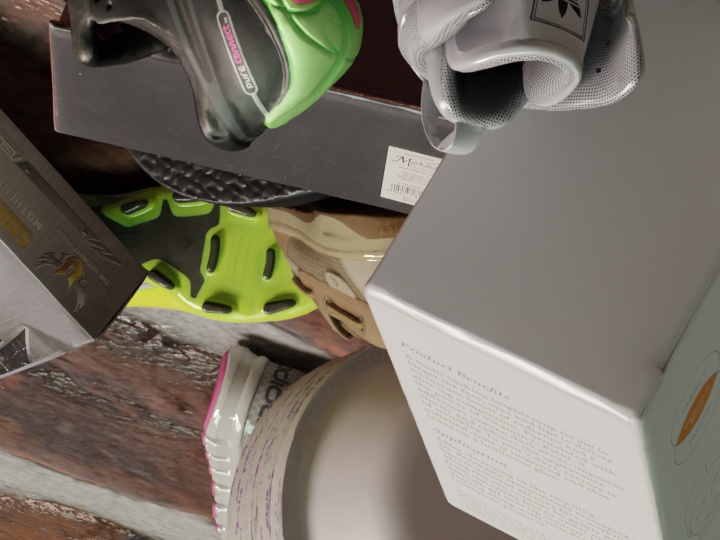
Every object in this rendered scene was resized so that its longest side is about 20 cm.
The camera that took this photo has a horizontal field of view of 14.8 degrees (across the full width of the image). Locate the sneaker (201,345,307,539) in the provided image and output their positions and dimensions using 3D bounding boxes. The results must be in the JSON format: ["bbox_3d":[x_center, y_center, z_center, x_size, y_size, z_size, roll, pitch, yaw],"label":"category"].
[{"bbox_3d":[-0.032,0.112,1.540,0.087,0.074,0.200,16,152,13],"label":"sneaker"}]

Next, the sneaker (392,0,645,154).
[{"bbox_3d":[0.076,-0.122,0.851,0.075,0.115,0.200,24,131,-28],"label":"sneaker"}]

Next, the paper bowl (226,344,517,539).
[{"bbox_3d":[0.042,0.129,1.376,0.200,0.201,0.104,25,154,-22],"label":"paper bowl"}]

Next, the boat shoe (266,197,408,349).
[{"bbox_3d":[0.000,0.000,1.204,0.071,0.065,0.200,-6,-175,-6],"label":"boat shoe"}]

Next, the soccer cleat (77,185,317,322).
[{"bbox_3d":[-0.100,-0.010,1.351,0.199,0.065,0.084,2,-178,18],"label":"soccer cleat"}]

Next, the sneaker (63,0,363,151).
[{"bbox_3d":[-0.086,-0.117,0.972,0.200,0.084,0.077,46,-166,31],"label":"sneaker"}]

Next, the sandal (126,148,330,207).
[{"bbox_3d":[-0.011,-0.058,1.161,0.199,0.076,0.048,6,172,21],"label":"sandal"}]

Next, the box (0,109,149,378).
[{"bbox_3d":[-0.211,-0.038,1.262,0.200,0.048,0.158,49,146,-17],"label":"box"}]

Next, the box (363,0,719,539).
[{"bbox_3d":[0.097,0.008,0.993,0.106,0.153,0.200,25,161,21],"label":"box"}]

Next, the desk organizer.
[{"bbox_3d":[-0.015,-0.082,1.085,0.199,0.077,0.072,13,148,4],"label":"desk organizer"}]
